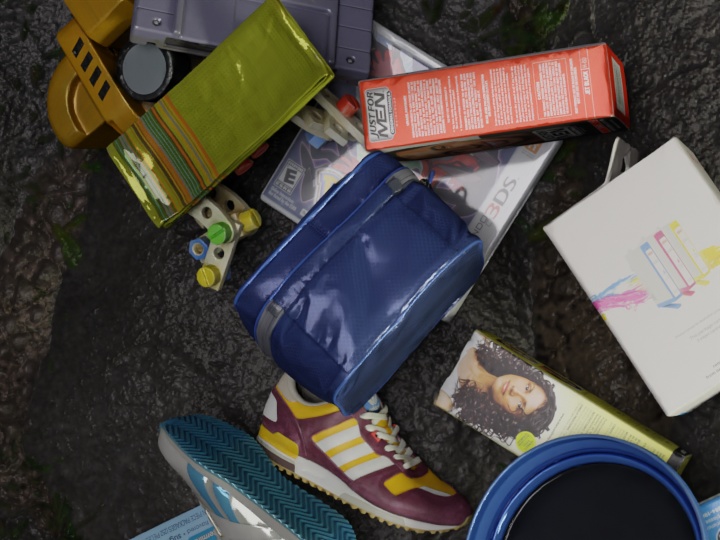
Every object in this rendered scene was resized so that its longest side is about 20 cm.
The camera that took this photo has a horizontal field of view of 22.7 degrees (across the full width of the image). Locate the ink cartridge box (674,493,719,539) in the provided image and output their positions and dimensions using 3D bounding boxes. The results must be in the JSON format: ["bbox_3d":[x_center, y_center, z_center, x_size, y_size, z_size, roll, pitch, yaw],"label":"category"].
[{"bbox_3d":[0.353,0.247,1.372,0.145,0.084,0.200,-27,80,13],"label":"ink cartridge box"}]

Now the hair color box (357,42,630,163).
[{"bbox_3d":[0.108,-0.132,1.435,0.199,0.101,0.061,-7,86,16],"label":"hair color box"}]

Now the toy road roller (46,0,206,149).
[{"bbox_3d":[-0.216,-0.192,1.548,0.146,0.123,0.200,-37,78,23],"label":"toy road roller"}]

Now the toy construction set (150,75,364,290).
[{"bbox_3d":[-0.093,-0.092,1.492,0.200,0.092,0.131,-41,81,10],"label":"toy construction set"}]

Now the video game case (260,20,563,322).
[{"bbox_3d":[0.041,-0.086,1.514,0.200,0.023,0.183,33,96,16],"label":"video game case"}]

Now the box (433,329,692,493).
[{"bbox_3d":[0.163,0.129,1.453,0.200,0.050,0.075,30,96,15],"label":"box"}]

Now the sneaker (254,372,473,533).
[{"bbox_3d":[0.008,0.147,1.484,0.200,0.075,0.090,22,99,16],"label":"sneaker"}]

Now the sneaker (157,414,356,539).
[{"bbox_3d":[-0.098,0.195,1.467,0.200,0.076,0.081,40,121,23],"label":"sneaker"}]

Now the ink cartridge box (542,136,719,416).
[{"bbox_3d":[0.243,-0.004,1.396,0.125,0.129,0.200,-35,77,12],"label":"ink cartridge box"}]

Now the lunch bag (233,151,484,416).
[{"bbox_3d":[0.000,0.000,1.430,0.132,0.136,0.200,41,81,13],"label":"lunch bag"}]

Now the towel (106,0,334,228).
[{"bbox_3d":[-0.116,-0.126,1.445,0.200,0.018,0.086,-40,82,21],"label":"towel"}]

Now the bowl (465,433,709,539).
[{"bbox_3d":[0.175,0.227,1.369,0.200,0.039,0.201,-11,67,27],"label":"bowl"}]

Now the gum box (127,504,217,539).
[{"bbox_3d":[-0.110,0.299,1.525,0.170,0.045,0.200,-27,79,12],"label":"gum box"}]

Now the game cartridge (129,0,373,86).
[{"bbox_3d":[-0.086,-0.231,1.487,0.199,0.038,0.130,9,68,-13],"label":"game cartridge"}]
